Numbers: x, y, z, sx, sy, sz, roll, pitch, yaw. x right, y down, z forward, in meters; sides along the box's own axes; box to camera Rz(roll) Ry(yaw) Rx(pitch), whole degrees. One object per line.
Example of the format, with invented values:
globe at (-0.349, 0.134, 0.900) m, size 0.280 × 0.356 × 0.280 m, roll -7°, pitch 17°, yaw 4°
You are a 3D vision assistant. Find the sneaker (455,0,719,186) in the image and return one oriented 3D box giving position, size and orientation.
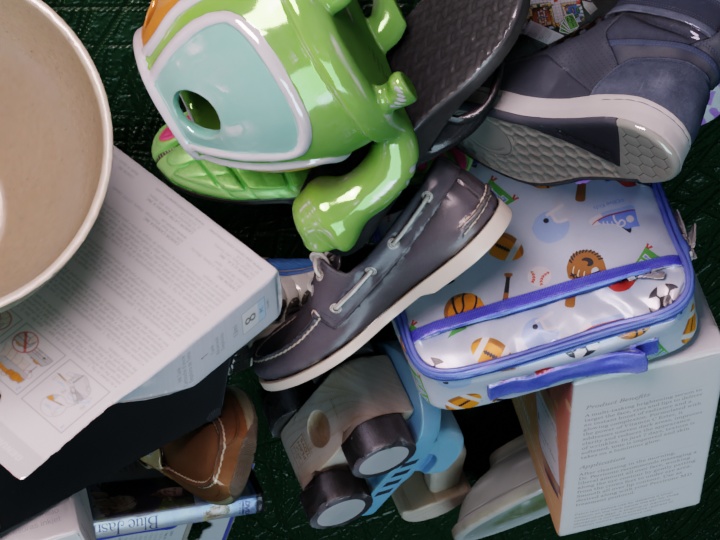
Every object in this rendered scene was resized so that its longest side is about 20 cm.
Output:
sneaker at (0.138, -0.125, 1.660) m, size 0.202 × 0.147 × 0.077 m, roll 7°, pitch 149°, yaw 45°

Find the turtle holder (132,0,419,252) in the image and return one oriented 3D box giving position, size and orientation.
turtle holder at (-0.042, -0.113, 1.575) m, size 0.131 × 0.141 × 0.186 m, roll -26°, pitch 141°, yaw 10°

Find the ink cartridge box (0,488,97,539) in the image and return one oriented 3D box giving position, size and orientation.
ink cartridge box at (-0.250, 0.123, 1.770) m, size 0.145 × 0.201 × 0.084 m, roll -17°, pitch 141°, yaw -1°

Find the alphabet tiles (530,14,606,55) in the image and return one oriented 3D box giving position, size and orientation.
alphabet tiles at (0.106, -0.139, 1.734) m, size 0.200 × 0.006 × 0.166 m, roll -36°, pitch 142°, yaw 25°

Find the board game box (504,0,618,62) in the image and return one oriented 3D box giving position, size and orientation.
board game box at (0.078, -0.188, 1.624) m, size 0.104 × 0.024 × 0.200 m, roll -25°, pitch 147°, yaw 14°

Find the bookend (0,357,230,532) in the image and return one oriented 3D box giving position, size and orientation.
bookend at (-0.214, 0.035, 1.703) m, size 0.199 × 0.199 × 0.092 m, roll -26°, pitch 152°, yaw -26°

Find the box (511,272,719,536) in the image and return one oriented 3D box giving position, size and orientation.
box at (0.165, 0.057, 1.915) m, size 0.106 × 0.153 × 0.200 m, roll -12°, pitch 146°, yaw -8°

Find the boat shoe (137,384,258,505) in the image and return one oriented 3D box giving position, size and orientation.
boat shoe at (-0.128, 0.096, 1.816) m, size 0.074 × 0.200 × 0.076 m, roll 11°, pitch 98°, yaw -26°

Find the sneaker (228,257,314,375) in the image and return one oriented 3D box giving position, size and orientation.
sneaker at (-0.064, 0.014, 1.824) m, size 0.200 × 0.089 × 0.079 m, roll -2°, pitch 117°, yaw -51°

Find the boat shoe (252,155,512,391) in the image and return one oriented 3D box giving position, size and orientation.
boat shoe at (0.000, 0.000, 1.725) m, size 0.200 × 0.073 × 0.063 m, roll -36°, pitch 107°, yaw 26°

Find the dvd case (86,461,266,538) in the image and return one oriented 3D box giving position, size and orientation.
dvd case at (-0.176, 0.130, 1.875) m, size 0.199 × 0.143 × 0.018 m, roll -8°, pitch 120°, yaw -15°

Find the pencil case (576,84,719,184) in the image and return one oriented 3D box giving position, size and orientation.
pencil case at (0.196, -0.126, 1.724) m, size 0.199 × 0.084 × 0.085 m, roll -25°, pitch 168°, yaw 12°

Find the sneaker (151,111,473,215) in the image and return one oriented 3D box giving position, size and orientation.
sneaker at (-0.030, -0.057, 1.725) m, size 0.199 × 0.077 × 0.084 m, roll 2°, pitch 145°, yaw -19°

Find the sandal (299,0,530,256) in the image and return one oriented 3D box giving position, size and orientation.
sandal at (0.036, -0.093, 1.635) m, size 0.048 × 0.075 × 0.201 m, roll 16°, pitch 121°, yaw -42°

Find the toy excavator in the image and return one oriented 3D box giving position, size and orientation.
toy excavator at (0.029, 0.123, 2.012) m, size 0.199 × 0.100 × 0.195 m, roll -3°, pitch 146°, yaw -37°

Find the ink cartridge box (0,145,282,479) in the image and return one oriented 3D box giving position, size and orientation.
ink cartridge box at (-0.169, 0.026, 1.635) m, size 0.200 × 0.160 × 0.047 m, roll -40°, pitch 151°, yaw -25°

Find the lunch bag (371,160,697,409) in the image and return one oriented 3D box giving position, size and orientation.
lunch bag at (0.114, 0.000, 1.791) m, size 0.199 × 0.161 × 0.076 m, roll -16°, pitch 149°, yaw 0°

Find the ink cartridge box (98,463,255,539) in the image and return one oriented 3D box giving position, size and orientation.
ink cartridge box at (-0.189, 0.174, 1.997) m, size 0.199 × 0.047 × 0.198 m, roll -9°, pitch 154°, yaw -18°

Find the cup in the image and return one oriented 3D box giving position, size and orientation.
cup at (-0.241, -0.051, 1.557) m, size 0.199 × 0.201 × 0.143 m, roll -9°, pitch 167°, yaw -13°

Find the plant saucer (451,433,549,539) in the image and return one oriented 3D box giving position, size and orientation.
plant saucer at (0.152, 0.138, 2.087) m, size 0.199 × 0.050 × 0.200 m, roll -22°, pitch 169°, yaw -4°
